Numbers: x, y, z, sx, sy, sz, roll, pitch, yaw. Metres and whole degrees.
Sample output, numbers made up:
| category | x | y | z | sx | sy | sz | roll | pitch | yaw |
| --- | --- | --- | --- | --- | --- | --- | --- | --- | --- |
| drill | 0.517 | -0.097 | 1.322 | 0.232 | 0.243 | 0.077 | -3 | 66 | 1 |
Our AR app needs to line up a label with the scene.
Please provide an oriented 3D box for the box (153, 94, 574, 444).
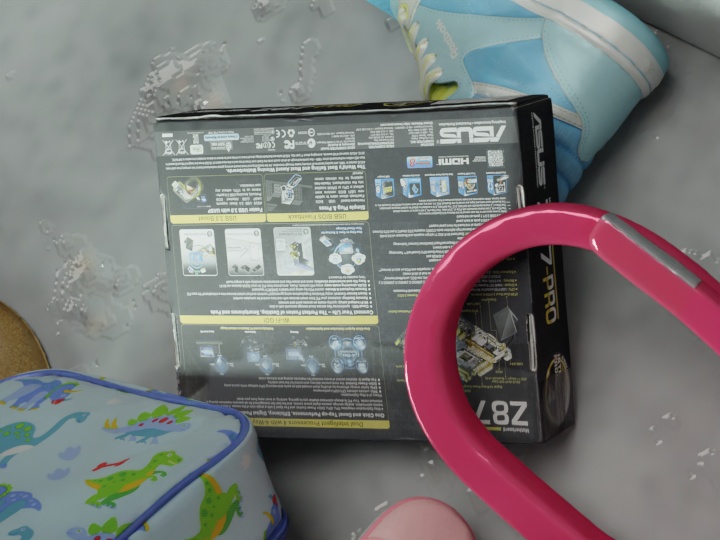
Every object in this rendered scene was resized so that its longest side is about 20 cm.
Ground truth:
| category | x | y | z | sx | sy | sz | roll | pitch | yaw |
| --- | --- | --- | --- | --- | --- | --- | --- | --- | --- |
| box | 0.000 | 0.000 | 1.151 | 0.198 | 0.049 | 0.163 | -1 | 97 | 27 |

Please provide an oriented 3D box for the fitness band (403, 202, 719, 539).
| category | x | y | z | sx | sy | sz | roll | pitch | yaw |
| --- | --- | --- | --- | --- | --- | --- | --- | --- | --- |
| fitness band | 0.111 | 0.059 | 1.068 | 0.200 | 0.037 | 0.144 | 41 | 111 | 10 |

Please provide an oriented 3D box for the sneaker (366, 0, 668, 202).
| category | x | y | z | sx | sy | sz | roll | pitch | yaw |
| --- | --- | --- | --- | --- | --- | --- | --- | --- | --- |
| sneaker | 0.042 | -0.098 | 1.200 | 0.199 | 0.080 | 0.131 | 27 | 81 | 34 |

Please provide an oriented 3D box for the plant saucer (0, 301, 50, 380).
| category | x | y | z | sx | sy | sz | roll | pitch | yaw |
| --- | --- | --- | --- | --- | --- | --- | --- | --- | --- |
| plant saucer | -0.258 | 0.095 | 1.292 | 0.199 | 0.035 | 0.202 | -11 | 63 | 22 |

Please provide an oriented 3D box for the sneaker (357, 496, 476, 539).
| category | x | y | z | sx | sy | sz | roll | pitch | yaw |
| --- | --- | --- | --- | --- | --- | --- | --- | --- | --- |
| sneaker | 0.021 | 0.180 | 1.047 | 0.105 | 0.075 | 0.201 | -43 | 19 | 57 |

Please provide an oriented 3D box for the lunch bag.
| category | x | y | z | sx | sy | sz | roll | pitch | yaw |
| --- | --- | --- | --- | --- | --- | --- | --- | --- | --- |
| lunch bag | -0.142 | 0.119 | 1.145 | 0.199 | 0.083 | 0.161 | 9 | 37 | 43 |

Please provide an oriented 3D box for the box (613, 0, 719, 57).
| category | x | y | z | sx | sy | sz | roll | pitch | yaw |
| --- | --- | --- | --- | --- | --- | --- | --- | --- | --- |
| box | 0.213 | -0.159 | 1.129 | 0.199 | 0.097 | 0.125 | 32 | 85 | 33 |
